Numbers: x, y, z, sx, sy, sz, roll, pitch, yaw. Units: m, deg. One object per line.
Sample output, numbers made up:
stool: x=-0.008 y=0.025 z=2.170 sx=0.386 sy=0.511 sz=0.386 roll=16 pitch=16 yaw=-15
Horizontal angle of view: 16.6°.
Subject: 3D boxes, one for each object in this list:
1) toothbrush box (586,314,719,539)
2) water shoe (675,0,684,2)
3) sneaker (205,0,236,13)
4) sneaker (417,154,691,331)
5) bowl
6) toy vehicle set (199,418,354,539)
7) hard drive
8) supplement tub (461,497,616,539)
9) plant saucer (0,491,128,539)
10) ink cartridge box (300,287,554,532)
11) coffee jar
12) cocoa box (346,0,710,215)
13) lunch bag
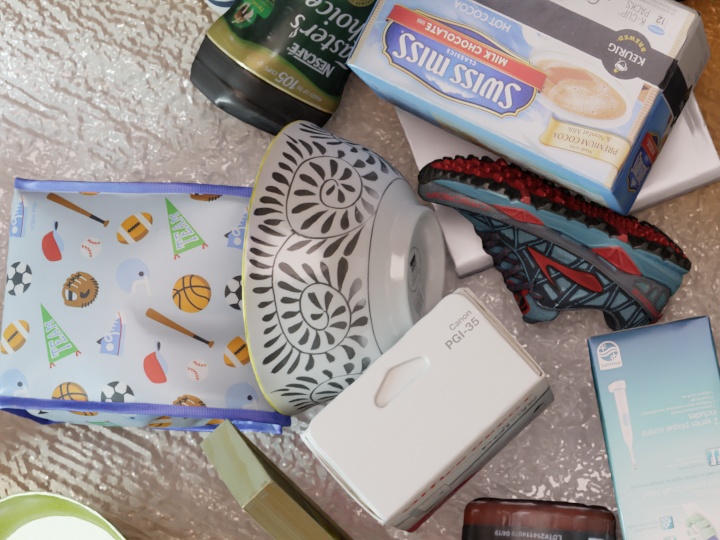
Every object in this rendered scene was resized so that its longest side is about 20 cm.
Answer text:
toothbrush box: x=0.210 y=0.141 z=1.648 sx=0.085 sy=0.146 sz=0.200 roll=-10 pitch=81 yaw=5
water shoe: x=0.139 y=-0.193 z=1.744 sx=0.200 sy=0.071 sz=0.079 roll=9 pitch=86 yaw=16
sneaker: x=-0.043 y=-0.266 z=1.762 sx=0.200 sy=0.081 sz=0.076 roll=-44 pitch=68 yaw=-3
sneaker: x=0.123 y=-0.009 z=1.692 sx=0.200 sy=0.079 sz=0.096 roll=24 pitch=104 yaw=-8
bowl: x=0.000 y=0.000 z=1.655 sx=0.094 sy=0.201 sz=0.201 roll=2 pitch=82 yaw=20
toy vehicle set: x=-0.018 y=0.189 z=1.636 sx=0.027 sy=0.124 sz=0.200 roll=-45 pitch=111 yaw=-1
hard drive: x=0.140 y=-0.091 z=1.748 sx=0.200 sy=0.025 sz=0.132 roll=-21 pitch=81 yaw=3
supplement tub: x=0.115 y=0.256 z=1.664 sx=0.107 sy=0.107 sz=0.200 roll=4 pitch=83 yaw=7
plant saucer: x=-0.207 y=0.250 z=1.706 sx=0.200 sy=0.031 sz=0.200 roll=3 pitch=96 yaw=31
ink cartridge box: x=0.049 y=0.097 z=1.644 sx=0.147 sy=0.200 sz=0.083 roll=-43 pitch=81 yaw=0
coffee jar: x=-0.030 y=-0.189 z=1.725 sx=0.200 sy=0.104 sz=0.085 roll=-57 pitch=42 yaw=11
cocoa box: x=0.113 y=-0.141 z=1.642 sx=0.200 sy=0.133 sz=0.131 roll=27 pitch=89 yaw=12
lunch bag: x=-0.137 y=0.027 z=1.717 sx=0.200 sy=0.124 sz=0.170 roll=0 pitch=81 yaw=14
